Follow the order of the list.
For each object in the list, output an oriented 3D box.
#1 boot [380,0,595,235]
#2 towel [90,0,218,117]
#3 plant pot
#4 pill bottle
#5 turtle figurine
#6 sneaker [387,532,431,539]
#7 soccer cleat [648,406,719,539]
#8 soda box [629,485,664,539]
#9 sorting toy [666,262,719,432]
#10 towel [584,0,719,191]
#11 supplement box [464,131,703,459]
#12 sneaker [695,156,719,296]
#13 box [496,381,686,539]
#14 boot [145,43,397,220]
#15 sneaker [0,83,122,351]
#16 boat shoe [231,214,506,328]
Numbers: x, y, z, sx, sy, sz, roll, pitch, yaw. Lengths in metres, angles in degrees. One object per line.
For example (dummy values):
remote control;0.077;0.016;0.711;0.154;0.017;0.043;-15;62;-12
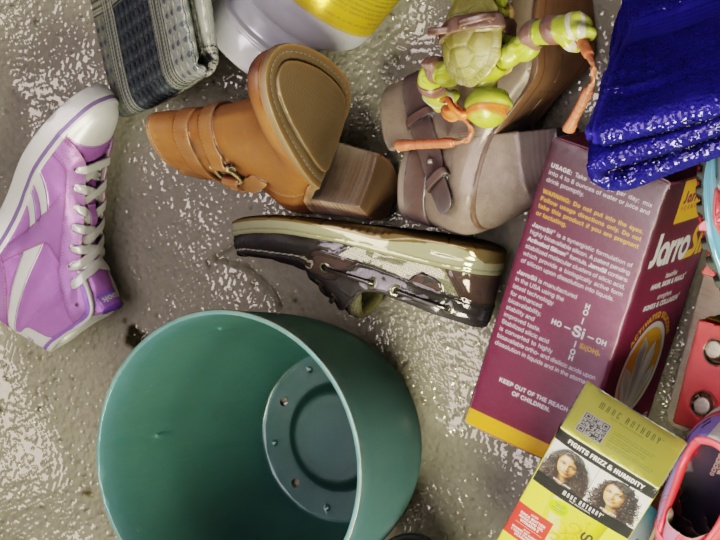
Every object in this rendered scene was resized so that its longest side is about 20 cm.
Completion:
boot;0.079;-0.124;1.779;0.146;0.070;0.200;-6;77;40
towel;-0.149;-0.216;1.857;0.193;0.035;0.200;163;96;-68
plant pot;-0.051;0.120;1.805;0.200;0.161;0.201;2;95;28
pill bottle;-0.014;-0.219;1.791;0.112;0.112;0.200;47;112;17
turtle figurine;0.071;-0.155;1.694;0.200;0.064;0.161;-19;70;54
sneaker;0.047;0.255;1.743;0.071;0.099;0.200;-30;41;14
soccer cleat;0.199;0.178;1.655;0.068;0.073;0.200;24;107;23
soda box;0.219;0.203;1.725;0.200;0.064;0.068;40;110;19
sorting toy;0.298;0.034;1.669;0.200;0.070;0.199;18;102;26
towel;0.209;-0.139;1.641;0.148;0.200;0.050;-22;120;27
supplement box;0.152;0.015;1.714;0.086;0.110;0.200;24;108;24
sneaker;0.264;0.003;1.616;0.095;0.079;0.200;-19;90;12
box;0.129;0.161;1.673;0.075;0.050;0.200;32;136;7
boot;-0.078;-0.094;1.790;0.155;0.200;0.074;12;67;27
sneaker;-0.199;-0.031;1.929;0.114;0.073;0.201;39;120;16
boat shoe;0.000;0.000;1.820;0.200;0.073;0.065;8;92;27
